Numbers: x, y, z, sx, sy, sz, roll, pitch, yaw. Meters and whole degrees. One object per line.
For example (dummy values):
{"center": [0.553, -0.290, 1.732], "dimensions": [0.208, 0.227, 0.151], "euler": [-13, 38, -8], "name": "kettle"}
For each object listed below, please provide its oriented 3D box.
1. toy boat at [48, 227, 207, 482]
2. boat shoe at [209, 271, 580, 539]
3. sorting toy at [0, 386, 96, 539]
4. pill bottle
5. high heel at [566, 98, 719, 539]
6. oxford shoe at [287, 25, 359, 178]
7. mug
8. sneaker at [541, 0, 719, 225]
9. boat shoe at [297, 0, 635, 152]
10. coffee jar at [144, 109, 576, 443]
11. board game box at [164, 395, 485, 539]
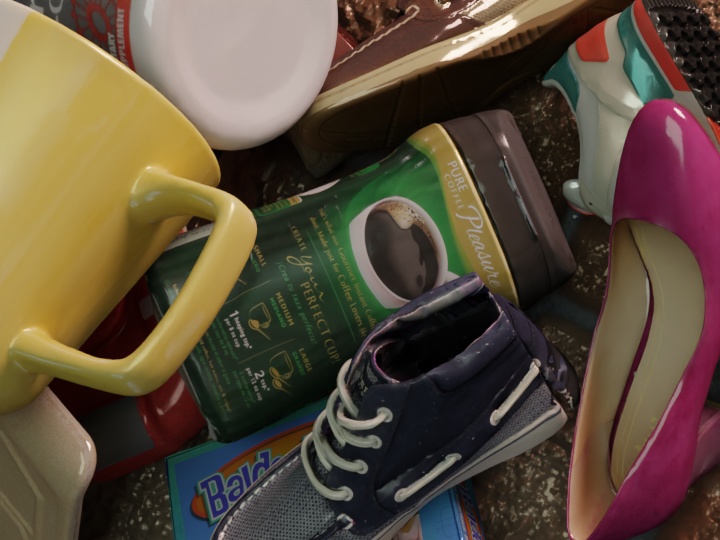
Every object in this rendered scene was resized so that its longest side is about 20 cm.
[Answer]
{"center": [-0.159, 0.008, 0.849], "dimensions": [0.130, 0.131, 0.201], "euler": [-24, 78, 13], "name": "toy boat"}
{"center": [-0.001, 0.075, 0.750], "dimensions": [0.200, 0.093, 0.075], "euler": [-35, 50, 1], "name": "boat shoe"}
{"center": [-0.201, 0.083, 0.849], "dimensions": [0.036, 0.200, 0.185], "euler": [-31, 68, -34], "name": "sorting toy"}
{"center": [-0.115, -0.126, 0.799], "dimensions": [0.200, 0.116, 0.116], "euler": [14, 87, 46], "name": "pill bottle"}
{"center": [0.126, 0.028, 0.736], "dimensions": [0.067, 0.096, 0.201], "euler": [13, 122, 46], "name": "high heel"}
{"center": [-0.070, -0.132, 0.871], "dimensions": [0.200, 0.070, 0.075], "euler": [44, 99, 17], "name": "oxford shoe"}
{"center": [-0.155, -0.018, 0.705], "dimensions": [0.149, 0.186, 0.153], "euler": [38, 73, -23], "name": "mug"}
{"center": [0.155, -0.033, 0.802], "dimensions": [0.093, 0.070, 0.200], "euler": [-27, 83, 38], "name": "sneaker"}
{"center": [0.049, -0.126, 0.817], "dimensions": [0.200, 0.072, 0.072], "euler": [-28, 70, -8], "name": "boat shoe"}
{"center": [0.000, 0.000, 0.800], "dimensions": [0.199, 0.085, 0.105], "euler": [-23, 90, -5], "name": "coffee jar"}
{"center": [-0.012, 0.159, 0.791], "dimensions": [0.152, 0.045, 0.201], "euler": [-21, 53, 14], "name": "board game box"}
